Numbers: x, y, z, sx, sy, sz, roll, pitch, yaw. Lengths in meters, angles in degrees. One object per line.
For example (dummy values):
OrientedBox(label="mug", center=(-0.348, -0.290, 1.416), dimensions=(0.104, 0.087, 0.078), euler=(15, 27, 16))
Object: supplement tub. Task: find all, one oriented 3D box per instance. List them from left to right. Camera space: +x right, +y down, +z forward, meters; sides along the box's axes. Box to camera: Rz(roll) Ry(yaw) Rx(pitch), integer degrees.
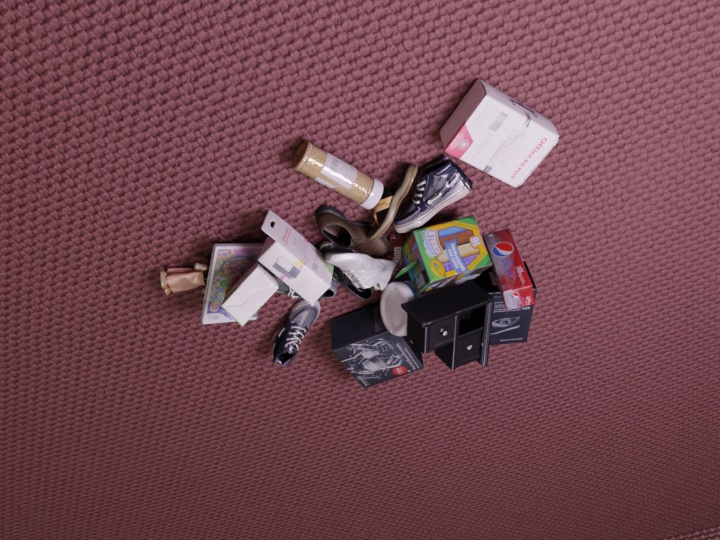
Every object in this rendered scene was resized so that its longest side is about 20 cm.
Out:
OrientedBox(label="supplement tub", center=(0.160, 0.086, 1.646), dimensions=(0.199, 0.132, 0.132), euler=(-4, 136, -33))

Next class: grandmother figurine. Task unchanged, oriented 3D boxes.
OrientedBox(label="grandmother figurine", center=(-0.369, 0.013, 1.601), dimensions=(0.198, 0.061, 0.121), euler=(-7, 160, -5))

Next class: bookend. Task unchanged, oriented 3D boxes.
OrientedBox(label="bookend", center=(0.198, 0.151, 1.560), dimensions=(0.199, 0.092, 0.200), euler=(-16, 125, -24))

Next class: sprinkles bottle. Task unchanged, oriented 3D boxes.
OrientedBox(label="sprinkles bottle", center=(-0.047, -0.203, 1.439), dimensions=(0.199, 0.069, 0.068), euler=(26, 124, -27))

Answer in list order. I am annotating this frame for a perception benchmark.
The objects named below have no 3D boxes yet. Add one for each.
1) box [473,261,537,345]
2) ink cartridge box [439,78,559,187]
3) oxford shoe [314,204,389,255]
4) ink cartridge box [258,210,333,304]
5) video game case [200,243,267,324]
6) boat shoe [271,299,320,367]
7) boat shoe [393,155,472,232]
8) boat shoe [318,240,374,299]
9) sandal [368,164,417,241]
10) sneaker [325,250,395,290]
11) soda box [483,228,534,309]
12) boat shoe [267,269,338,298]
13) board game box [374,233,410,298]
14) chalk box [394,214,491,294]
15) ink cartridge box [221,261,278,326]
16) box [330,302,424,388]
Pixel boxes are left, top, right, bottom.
OrientedBox(label="box", center=(0.356, 0.089, 1.729), dimensions=(0.147, 0.105, 0.201), euler=(-4, 133, -4))
OrientedBox(label="ink cartridge box", center=(0.287, -0.282, 1.401), dimensions=(0.199, 0.085, 0.146), euler=(23, 125, -23))
OrientedBox(label="oxford shoe", center=(-0.017, -0.071, 1.551), dimensions=(0.199, 0.085, 0.073), euler=(21, 124, -26))
OrientedBox(label="ink cartridge box", center=(-0.157, -0.032, 1.514), dimensions=(0.200, 0.117, 0.067), euler=(42, 112, -16))
OrientedBox(label="video game case", center=(-0.291, 0.030, 1.577), dimensions=(0.142, 0.018, 0.201), euler=(-3, 119, -36))
OrientedBox(label="boat shoe", center=(-0.164, 0.164, 1.734), dimensions=(0.074, 0.093, 0.200), euler=(21, 126, -24))
OrientedBox(label="boat shoe", center=(0.140, -0.171, 1.488), dimensions=(0.199, 0.075, 0.093), euler=(-34, 120, 13))
OrientedBox(label="boat shoe", center=(-0.028, 0.000, 1.628), dimensions=(0.074, 0.063, 0.200), euler=(-28, 128, 19))
OrientedBox(label="sandal", center=(0.062, -0.156, 1.495), dimensions=(0.054, 0.081, 0.201), euler=(26, 122, -6))
OrientedBox(label="sneaker", center=(0.000, 0.000, 1.558), dimensions=(0.199, 0.070, 0.081), euler=(14, 89, -40))
OrientedBox(label="soda box", center=(0.346, -0.005, 1.578), dimensions=(0.069, 0.201, 0.064), euler=(-14, 134, 6))
OrientedBox(label="boat shoe", center=(-0.152, 0.035, 1.641), dimensions=(0.198, 0.062, 0.073), euler=(2, 133, -8))
OrientedBox(label="board game box", center=(0.103, -0.005, 1.669), dimensions=(0.102, 0.020, 0.201), euler=(4, 131, -9))
OrientedBox(label="chalk box", center=(0.171, -0.029, 1.530), dimensions=(0.198, 0.125, 0.125), euler=(-14, 168, -15))
OrientedBox(label="ink cartridge box", center=(-0.248, 0.046, 1.516), dimensions=(0.067, 0.200, 0.117), euler=(44, 87, -10))
OrientedBox(label="box", center=(0.045, 0.196, 1.772), dimensions=(0.181, 0.105, 0.200), euler=(-21, 134, 16))
